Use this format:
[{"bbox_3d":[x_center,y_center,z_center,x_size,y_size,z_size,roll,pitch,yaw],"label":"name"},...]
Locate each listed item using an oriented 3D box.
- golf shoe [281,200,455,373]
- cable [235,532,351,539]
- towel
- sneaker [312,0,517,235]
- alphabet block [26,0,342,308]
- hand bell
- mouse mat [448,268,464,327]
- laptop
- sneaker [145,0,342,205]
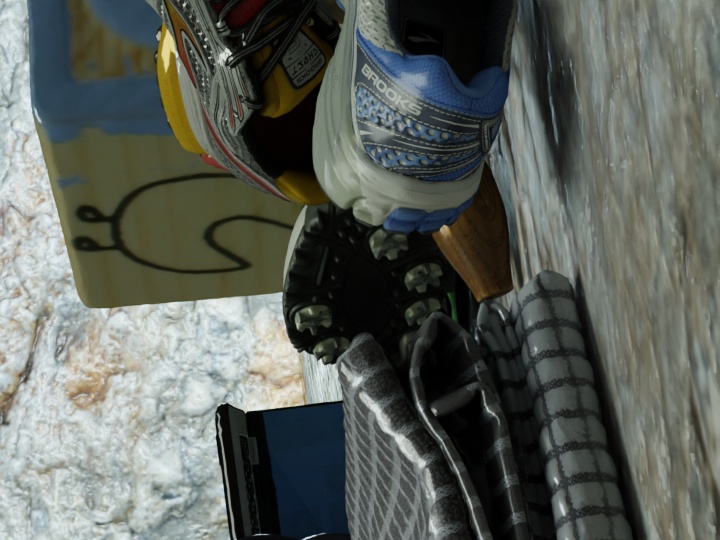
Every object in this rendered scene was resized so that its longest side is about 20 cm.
[{"bbox_3d":[0.000,0.000,0.918,0.200,0.077,0.088,70,-179,-63],"label":"golf shoe"},{"bbox_3d":[-0.063,0.181,0.852,0.051,0.199,0.164,58,-143,-46],"label":"cable"},{"bbox_3d":[0.044,0.121,0.730,0.200,0.085,0.166,91,170,-60],"label":"towel"},{"bbox_3d":[0.027,-0.115,0.716,0.085,0.077,0.201,123,148,-53],"label":"sneaker"},{"bbox_3d":[-0.076,-0.115,1.109,0.200,0.194,0.197,88,178,-62],"label":"alphabet block"},{"bbox_3d":[0.021,-0.083,0.832,0.104,0.104,0.201,107,143,-79],"label":"hand bell"},{"bbox_3d":[0.034,-0.070,1.013,0.161,0.007,0.201,-103,7,-46],"label":"mouse mat"},{"bbox_3d":[0.001,0.156,1.018,0.200,0.115,0.188,85,177,-84],"label":"laptop"},{"bbox_3d":[-0.042,-0.106,0.772,0.082,0.078,0.200,36,158,39],"label":"sneaker"}]
